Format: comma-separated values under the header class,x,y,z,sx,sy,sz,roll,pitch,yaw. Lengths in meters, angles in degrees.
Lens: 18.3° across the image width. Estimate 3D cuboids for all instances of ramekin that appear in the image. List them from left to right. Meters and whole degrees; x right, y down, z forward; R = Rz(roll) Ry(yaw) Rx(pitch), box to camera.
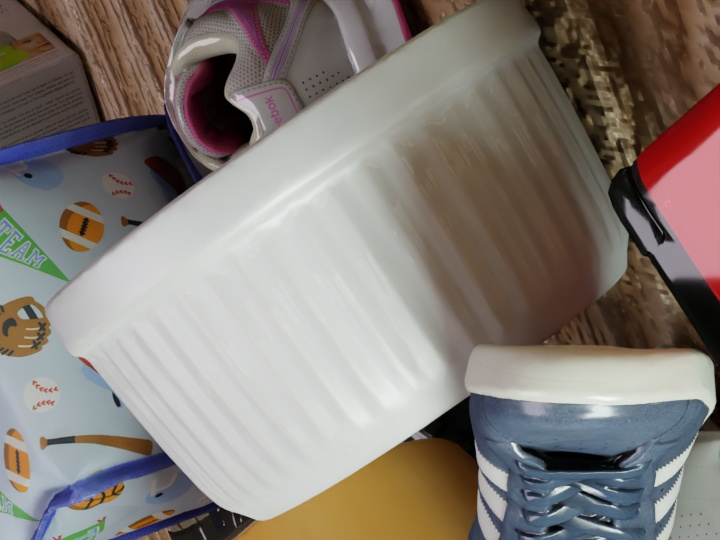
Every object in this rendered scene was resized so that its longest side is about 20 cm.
class,x,y,z,sx,sy,sz,roll,pitch,yaw
ramekin,0.000,0.000,0.781,0.105,0.200,0.200,55,162,0

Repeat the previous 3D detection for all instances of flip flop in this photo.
class,x,y,z,sx,sy,sz,roll,pitch,yaw
flip flop,-0.085,0.137,1.446,0.200,0.057,0.081,-36,76,57

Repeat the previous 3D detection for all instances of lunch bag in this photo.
class,x,y,z,sx,sy,sz,roll,pitch,yaw
lunch bag,-0.097,0.023,0.997,0.124,0.200,0.170,-44,68,46

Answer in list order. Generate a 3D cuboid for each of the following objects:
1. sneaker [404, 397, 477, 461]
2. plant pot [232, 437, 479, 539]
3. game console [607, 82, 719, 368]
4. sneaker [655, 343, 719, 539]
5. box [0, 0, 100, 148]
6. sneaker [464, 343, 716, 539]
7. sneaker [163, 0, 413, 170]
class,x,y,z,sx,sy,sz,roll,pitch,yaw
sneaker,0.041,0.067,0.959,0.200,0.076,0.088,47,161,41
plant pot,0.031,0.171,0.826,0.184,0.200,0.200,56,161,22
game console,0.171,0.031,0.629,0.172,0.119,0.200,-43,72,39
sneaker,0.132,0.096,0.742,0.200,0.075,0.089,48,123,50
box,-0.257,-0.112,1.466,0.200,0.112,0.102,42,152,51
sneaker,0.067,0.074,0.676,0.200,0.075,0.085,66,-152,-75
sneaker,-0.049,-0.088,0.957,0.082,0.088,0.200,67,162,-12
